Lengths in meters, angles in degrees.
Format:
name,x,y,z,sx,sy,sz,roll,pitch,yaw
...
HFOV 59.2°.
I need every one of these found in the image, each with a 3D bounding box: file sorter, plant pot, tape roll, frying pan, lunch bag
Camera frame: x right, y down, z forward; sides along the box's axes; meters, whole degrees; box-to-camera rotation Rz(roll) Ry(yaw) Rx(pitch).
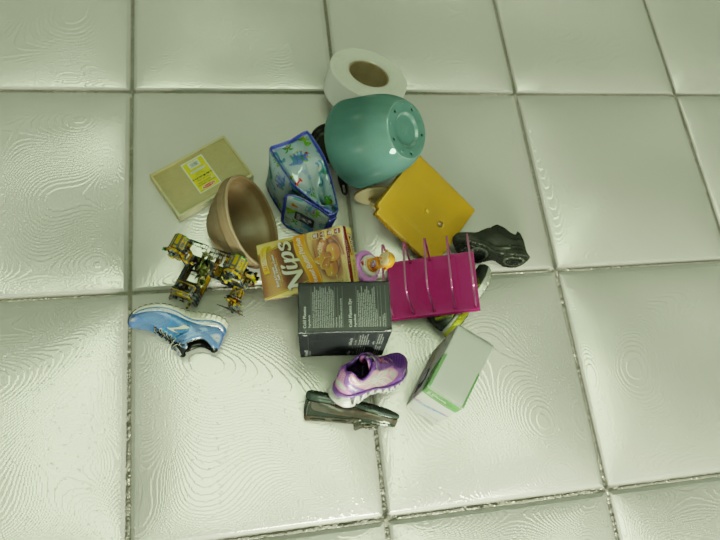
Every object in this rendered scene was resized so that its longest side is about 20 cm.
name,x,y,z,sx,sy,sz,roll,pitch,yaw
file sorter,0.148,0.010,1.365,0.197,0.126,0.141,-8,62,11
plant pot,0.045,-0.295,1.394,0.199,0.160,0.204,4,84,-44
tape roll,0.011,-0.455,1.555,0.199,0.071,0.204,11,49,-13
frying pan,-0.047,-0.273,1.527,0.114,0.031,0.191,-30,78,-22
plant pot,-0.265,-0.094,1.360,0.092,0.200,0.204,-17,70,19
lunch bag,-0.122,-0.169,1.399,0.127,0.170,0.201,-30,79,-20

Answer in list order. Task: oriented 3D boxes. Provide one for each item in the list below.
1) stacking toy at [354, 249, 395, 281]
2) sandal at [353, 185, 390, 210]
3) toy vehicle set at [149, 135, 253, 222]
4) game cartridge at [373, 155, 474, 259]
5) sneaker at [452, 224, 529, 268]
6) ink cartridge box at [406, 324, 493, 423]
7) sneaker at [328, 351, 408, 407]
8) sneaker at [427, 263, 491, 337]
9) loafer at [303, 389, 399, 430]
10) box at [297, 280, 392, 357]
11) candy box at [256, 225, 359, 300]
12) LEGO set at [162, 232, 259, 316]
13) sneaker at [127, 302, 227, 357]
name,x,y,z,sx,sy,sz,roll,pitch,yaw
stacking toy,0.000,0.000,1.330,0.109,0.199,0.118,22,62,-35
sandal,0.089,-0.142,1.479,0.208,0.078,0.071,5,62,-14
toy vehicle set,-0.361,-0.212,1.448,0.199,0.027,0.125,-33,79,-20
game cartridge,0.145,-0.138,1.463,0.200,0.032,0.177,41,78,-14
sneaker,0.303,-0.066,1.497,0.197,0.076,0.092,12,58,-22
ink cartridge box,0.177,0.217,1.293,0.087,0.200,0.146,29,68,5
sneaker,0.025,0.205,1.302,0.198,0.090,0.080,-17,38,-38
sneaker,0.224,0.053,1.431,0.084,0.075,0.201,35,67,5
loafer,-0.021,0.298,1.305,0.197,0.072,0.064,14,87,2
box,-0.037,0.102,1.287,0.179,0.200,0.106,-2,69,-5
candy box,-0.109,-0.013,1.296,0.197,0.055,0.117,-12,83,19
LEGO set,-0.321,0.023,1.302,0.198,0.154,0.117,22,67,2
sneaker,-0.375,0.124,1.290,0.197,0.079,0.090,10,65,-7
